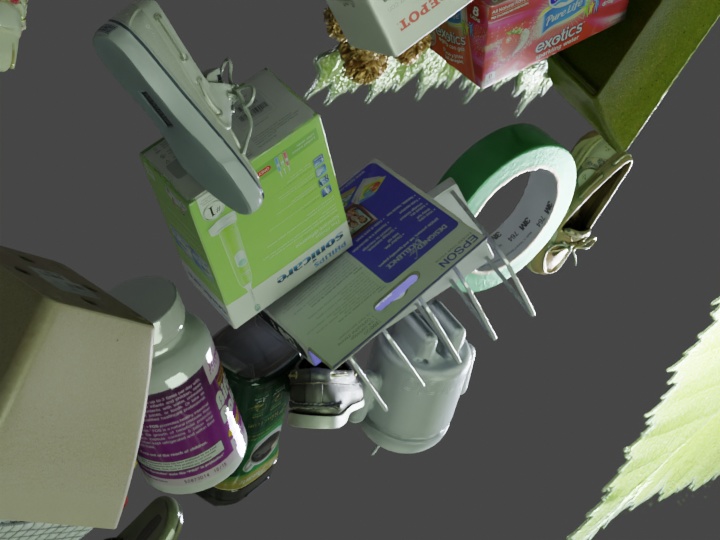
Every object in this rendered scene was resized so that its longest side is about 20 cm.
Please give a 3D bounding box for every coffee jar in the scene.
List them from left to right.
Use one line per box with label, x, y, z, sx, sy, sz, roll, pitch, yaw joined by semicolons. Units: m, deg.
coffee jar;-0.127;0.150;1.702;0.104;0.085;0.200;-35;149;-45

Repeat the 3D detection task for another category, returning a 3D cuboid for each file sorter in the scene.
file sorter;0.060;0.032;1.703;0.200;0.125;0.139;-33;139;-1

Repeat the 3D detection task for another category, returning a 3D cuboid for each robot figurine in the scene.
robot figurine;0.059;0.130;1.874;0.170;0.113;0.200;-10;134;-30

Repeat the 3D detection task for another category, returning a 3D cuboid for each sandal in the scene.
sandal;-0.271;0.318;1.746;0.201;0.080;0.057;-53;131;-2

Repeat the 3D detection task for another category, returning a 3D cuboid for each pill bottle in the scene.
pill bottle;-0.184;0.107;1.546;0.112;0.112;0.200;-33;130;-21

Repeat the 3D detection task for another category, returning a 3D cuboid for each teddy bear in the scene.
teddy bear;0.028;-0.250;1.455;0.145;0.067;0.200;-11;136;-31

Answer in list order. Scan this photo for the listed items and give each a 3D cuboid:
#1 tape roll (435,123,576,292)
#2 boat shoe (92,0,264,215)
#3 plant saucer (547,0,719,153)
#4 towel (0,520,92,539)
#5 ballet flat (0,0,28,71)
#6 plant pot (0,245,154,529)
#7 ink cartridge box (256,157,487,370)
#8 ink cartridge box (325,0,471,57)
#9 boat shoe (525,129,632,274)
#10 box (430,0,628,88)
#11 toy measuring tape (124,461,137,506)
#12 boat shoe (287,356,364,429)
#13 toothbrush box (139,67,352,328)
tape roll;0.154;-0.069;1.831;0.200;0.048;0.200;-30;145;-24
boat shoe;-0.129;-0.143;1.347;0.086;0.075;0.202;-47;113;-21
plant saucer;0.270;-0.246;1.670;0.048;0.200;0.200;25;108;-26
towel;-0.354;0.232;1.495;0.200;0.086;0.166;2;143;-49
ballet flat;-0.290;-0.148;1.209;0.076;0.064;0.200;7;120;-51
plant pot;-0.291;0.084;1.361;0.200;0.200;0.177;20;97;-56
ink cartridge box;0.000;0.000;1.582;0.198;0.200;0.043;-40;132;-11
ink cartridge box;0.022;-0.296;1.320;0.147;0.083;0.200;-38;119;-15
boat shoe;0.256;-0.070;1.933;0.073;0.063;0.200;-13;136;-42
box;0.164;-0.270;1.574;0.200;0.095;0.100;-28;142;-28
toy measuring tape;-0.247;0.198;1.648;0.200;0.074;0.074;-49;151;-25
boat shoe;-0.034;0.112;1.635;0.202;0.072;0.060;-49;140;-82
toothbrush box;-0.101;-0.063;1.502;0.146;0.086;0.200;-36;146;-15
